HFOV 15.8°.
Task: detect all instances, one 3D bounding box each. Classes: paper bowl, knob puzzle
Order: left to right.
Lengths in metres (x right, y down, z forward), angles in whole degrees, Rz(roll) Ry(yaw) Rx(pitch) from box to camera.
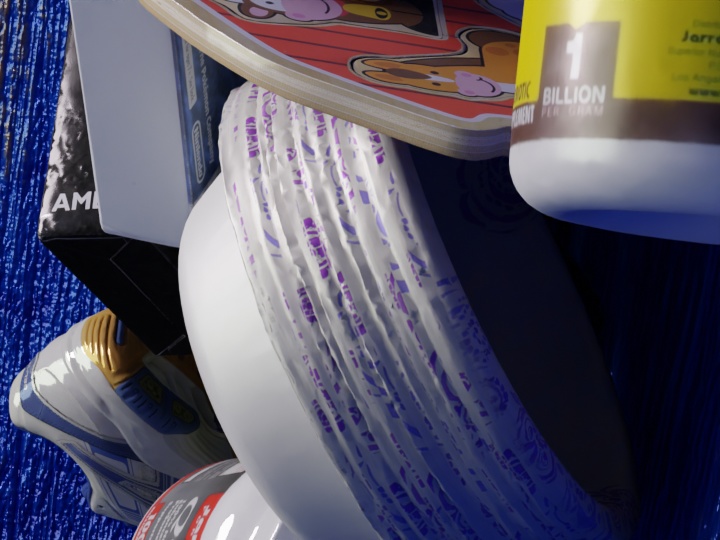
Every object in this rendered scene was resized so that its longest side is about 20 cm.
[{"bbox_3d":[0.010,0.021,0.899,0.201,0.104,0.201,56,-162,-29],"label":"paper bowl"},{"bbox_3d":[0.028,-0.086,0.842,0.220,0.218,0.031,-97,16,-65],"label":"knob puzzle"}]

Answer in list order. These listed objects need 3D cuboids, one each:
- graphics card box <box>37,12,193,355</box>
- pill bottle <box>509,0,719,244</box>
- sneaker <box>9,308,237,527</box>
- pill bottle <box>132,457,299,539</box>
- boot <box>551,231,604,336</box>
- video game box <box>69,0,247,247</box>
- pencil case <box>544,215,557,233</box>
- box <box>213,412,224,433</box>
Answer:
[{"bbox_3d":[-0.076,-0.079,1.073,0.126,0.050,0.201,54,-141,-59],"label":"graphics card box"},{"bbox_3d":[0.099,-0.109,0.635,0.109,0.108,0.202,158,119,-83],"label":"pill bottle"},{"bbox_3d":[-0.088,0.099,1.278,0.088,0.200,0.076,-27,28,29],"label":"sneaker"},{"bbox_3d":[-0.022,0.129,1.054,0.200,0.115,0.117,157,120,-71],"label":"pill bottle"},{"bbox_3d":[0.000,0.001,1.096,0.166,0.065,0.200,60,150,4],"label":"boot"},{"bbox_3d":[-0.052,-0.141,0.942,0.201,0.046,0.183,87,-161,-44],"label":"video game box"},{"bbox_3d":[0.049,-0.067,1.192,0.201,0.086,0.078,-89,-17,-50],"label":"pencil case"},{"bbox_3d":[0.001,-0.008,1.296,0.160,0.044,0.202,14,-101,-54],"label":"box"}]
